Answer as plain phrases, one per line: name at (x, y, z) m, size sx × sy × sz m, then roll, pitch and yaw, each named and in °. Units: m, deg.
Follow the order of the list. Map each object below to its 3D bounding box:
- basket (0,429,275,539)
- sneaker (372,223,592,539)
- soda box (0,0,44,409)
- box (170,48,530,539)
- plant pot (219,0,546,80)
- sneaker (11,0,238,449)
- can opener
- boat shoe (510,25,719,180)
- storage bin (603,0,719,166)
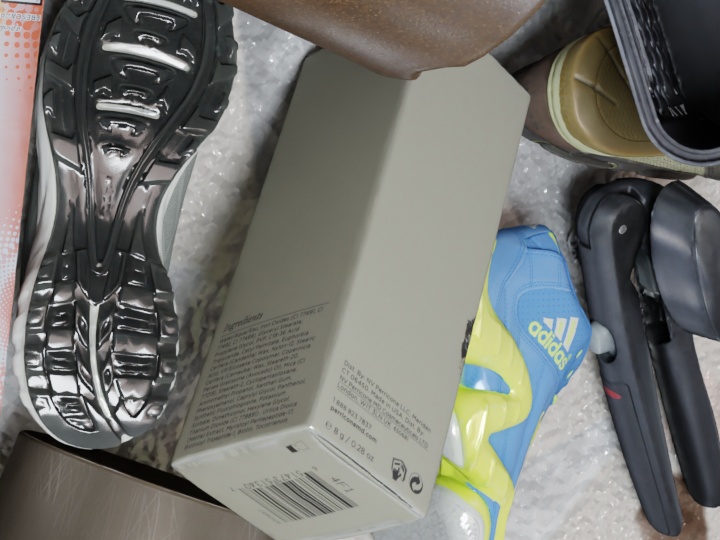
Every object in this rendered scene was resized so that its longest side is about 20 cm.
basket at (-0.114, 0.175, 0.778) m, size 0.135 × 0.180 × 0.202 m, roll 20°, pitch 85°, yaw -9°
sneaker at (0.062, 0.069, 0.876) m, size 0.104 × 0.076 × 0.202 m, roll -19°, pitch 122°, yaw -32°
soda box at (-0.162, -0.041, 0.731) m, size 0.063 × 0.068 × 0.202 m, roll 3°, pitch 103°, yaw -27°
box at (0.000, 0.000, 0.765) m, size 0.068 × 0.082 × 0.201 m, roll 39°, pitch 53°, yaw -31°
plant pot at (-0.026, -0.171, 0.676) m, size 0.198 × 0.200 × 0.201 m, roll 27°, pitch 92°, yaw -38°
sneaker at (-0.100, -0.033, 0.769) m, size 0.073 × 0.079 × 0.202 m, roll 13°, pitch 83°, yaw -18°
can opener at (0.135, 0.043, 0.915) m, size 0.063 × 0.079 × 0.201 m, roll -20°, pitch 125°, yaw -15°
boat shoe at (0.144, -0.077, 0.880) m, size 0.199 × 0.065 × 0.074 m, roll 6°, pitch 90°, yaw -42°
storage bin at (0.194, -0.130, 0.744) m, size 0.199 × 0.094 × 0.136 m, roll -18°, pitch 89°, yaw 22°
